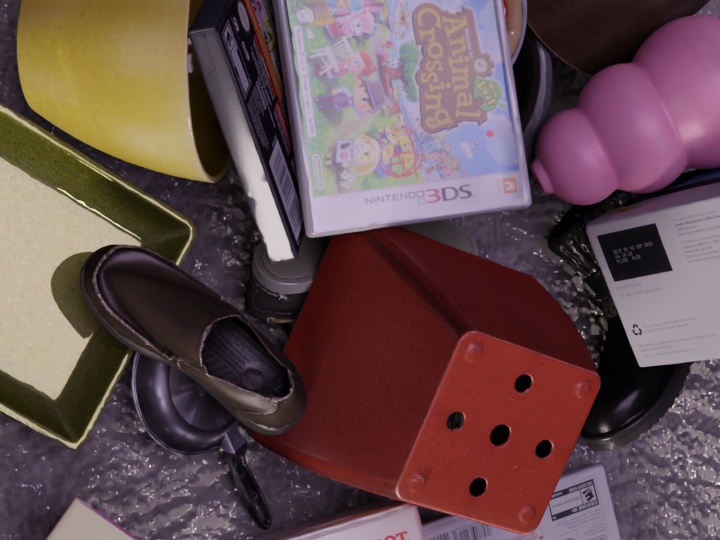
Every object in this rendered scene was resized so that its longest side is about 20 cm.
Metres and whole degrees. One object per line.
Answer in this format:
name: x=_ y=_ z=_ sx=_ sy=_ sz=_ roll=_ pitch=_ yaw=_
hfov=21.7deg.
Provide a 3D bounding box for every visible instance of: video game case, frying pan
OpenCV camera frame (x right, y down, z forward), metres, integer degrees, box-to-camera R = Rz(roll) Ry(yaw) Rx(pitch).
video game case: x=-0.071 y=-0.137 z=1.419 sx=0.025 sy=0.181 sz=0.201 roll=-8 pitch=123 yaw=16
video game case: x=0.141 y=0.277 z=1.575 sx=0.199 sy=0.024 sz=0.183 roll=-15 pitch=93 yaw=-28
video game case: x=0.032 y=-0.136 z=1.428 sx=0.181 sy=0.022 sz=0.201 roll=-8 pitch=89 yaw=-18
frying pan: x=-0.120 y=0.123 z=1.460 sx=0.115 sy=0.031 sz=0.191 roll=-14 pitch=95 yaw=-42

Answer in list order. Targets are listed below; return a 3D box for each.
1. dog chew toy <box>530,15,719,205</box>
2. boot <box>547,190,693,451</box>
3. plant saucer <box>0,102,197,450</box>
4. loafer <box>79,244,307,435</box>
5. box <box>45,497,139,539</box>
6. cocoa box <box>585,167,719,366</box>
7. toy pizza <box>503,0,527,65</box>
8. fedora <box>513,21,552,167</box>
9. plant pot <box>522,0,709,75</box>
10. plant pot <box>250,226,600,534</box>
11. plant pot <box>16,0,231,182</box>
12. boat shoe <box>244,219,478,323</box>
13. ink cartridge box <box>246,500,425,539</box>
dog chew toy: x=0.229 y=-0.120 z=1.507 sx=0.199 sy=0.125 sz=0.125 roll=-28 pitch=98 yaw=0
boot: x=0.214 y=0.031 z=1.595 sx=0.158 sy=0.079 sz=0.211 roll=47 pitch=61 yaw=-20
plant saucer: x=-0.256 y=0.003 z=1.427 sx=0.200 sy=0.048 sz=0.200 roll=32 pitch=76 yaw=-18
loafer: x=-0.118 y=0.041 z=1.398 sx=0.200 sy=0.071 sz=0.073 roll=34 pitch=68 yaw=0
box: x=-0.195 y=0.303 z=1.384 sx=0.176 sy=0.097 sz=0.200 roll=34 pitch=74 yaw=2
cocoa box: x=0.307 y=-0.014 z=1.495 sx=0.131 sy=0.200 sz=0.134 roll=-27 pitch=98 yaw=-36
toy pizza: x=0.040 y=-0.219 z=1.474 sx=0.199 sy=0.032 sz=0.201 roll=4 pitch=75 yaw=-15
fedora: x=0.065 y=-0.148 z=1.542 sx=0.176 sy=0.090 sz=0.201 roll=26 pitch=72 yaw=-20
plant pot: x=0.242 y=-0.284 z=1.528 sx=0.186 sy=0.200 sz=0.188 roll=23 pitch=55 yaw=-36
plant pot: x=0.065 y=0.096 z=1.439 sx=0.199 sy=0.176 sz=0.201 roll=20 pitch=98 yaw=-30
plant pot: x=-0.175 y=-0.169 z=1.411 sx=0.141 sy=0.200 sz=0.201 roll=2 pitch=85 yaw=8
boat shoe: x=0.000 y=0.000 z=1.526 sx=0.200 sy=0.061 sz=0.072 roll=-7 pitch=50 yaw=-26
ink cartridge box: x=-0.010 y=0.296 z=1.490 sx=0.144 sy=0.084 sz=0.201 roll=-14 pitch=92 yaw=-21
